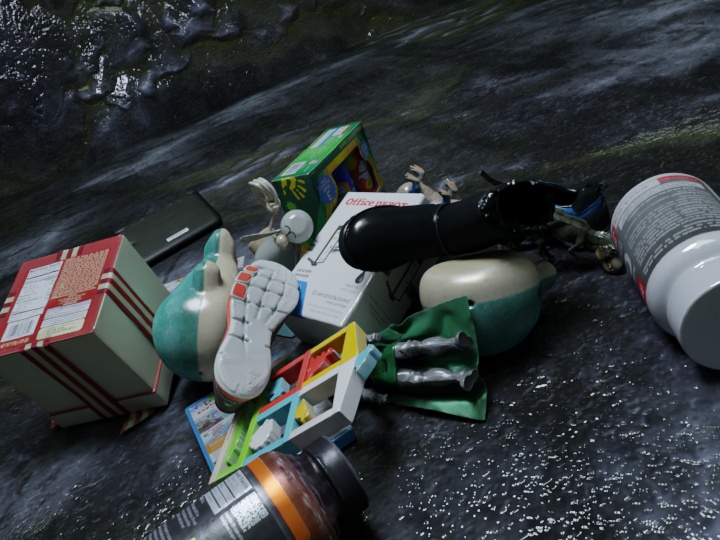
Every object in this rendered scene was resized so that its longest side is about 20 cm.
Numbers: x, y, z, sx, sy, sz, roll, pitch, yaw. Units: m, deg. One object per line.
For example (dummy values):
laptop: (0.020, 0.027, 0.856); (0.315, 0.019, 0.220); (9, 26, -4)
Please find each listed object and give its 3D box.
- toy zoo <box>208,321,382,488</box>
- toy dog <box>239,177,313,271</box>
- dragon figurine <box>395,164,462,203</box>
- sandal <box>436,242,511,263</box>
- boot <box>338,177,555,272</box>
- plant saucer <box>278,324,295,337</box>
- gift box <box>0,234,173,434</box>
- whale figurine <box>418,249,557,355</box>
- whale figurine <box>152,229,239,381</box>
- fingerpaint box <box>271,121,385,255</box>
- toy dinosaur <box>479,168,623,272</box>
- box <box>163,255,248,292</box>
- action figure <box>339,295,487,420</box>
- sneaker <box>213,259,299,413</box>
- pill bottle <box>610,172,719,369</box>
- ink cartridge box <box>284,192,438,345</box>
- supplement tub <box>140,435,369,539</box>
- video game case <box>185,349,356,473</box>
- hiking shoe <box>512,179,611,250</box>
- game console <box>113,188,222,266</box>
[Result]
toy zoo: (-0.058, 0.127, 0.620); (0.199, 0.020, 0.132); (-34, 22, 22)
toy dog: (-0.124, -0.021, 0.888); (0.131, 0.201, 0.096); (36, 68, 19)
dragon figurine: (0.103, -0.095, 0.976); (0.198, 0.100, 0.059); (22, 37, 6)
sandal: (0.115, -0.041, 0.870); (0.198, 0.077, 0.048); (-3, 7, 33)
boot: (0.094, -0.048, 0.670); (0.196, 0.075, 0.162); (-6, -3, -30)
plant saucer: (-0.151, 0.059, 0.927); (0.198, 0.019, 0.070); (3, 35, 40)
gift box: (-0.348, 0.100, 0.817); (0.182, 0.188, 0.202); (-10, 48, 15)
whale figurine: (0.144, 0.032, 0.711); (0.157, 0.105, 0.200); (-11, 4, 20)
whale figurine: (-0.205, 0.042, 0.809); (0.102, 0.160, 0.202); (1, 54, -3)
fingerpaint box: (-0.036, -0.117, 1.001); (0.072, 0.169, 0.200); (-5, 30, 30)
toy dinosaur: (0.217, -0.050, 0.762); (0.198, 0.088, 0.048); (30, 53, 2)
box: (-0.275, 0.032, 1.039); (0.197, 0.039, 0.042); (-19, 26, 4)
action figure: (0.027, 0.099, 0.655); (0.198, 0.120, 0.054); (-12, -10, 37)
sneaker: (-0.130, 0.072, 0.719); (0.082, 0.076, 0.201); (-55, 13, 42)
pill bottle: (0.322, -0.005, 0.607); (0.112, 0.115, 0.201); (-13, 28, 14)
ink cartridge box: (0.000, 0.000, 0.797); (0.145, 0.084, 0.201); (8, 58, 45)
supplement tub: (-0.090, 0.219, 0.497); (0.199, 0.108, 0.107); (-31, 29, -21)
video game case: (-0.107, 0.168, 0.698); (0.142, 0.018, 0.200); (-30, 29, -16)
hiking shoe: (0.231, -0.080, 0.834); (0.198, 0.088, 0.074); (0, 33, 35)
game console: (-0.415, -0.076, 1.358); (0.199, 0.117, 0.176); (-35, 60, -25)
